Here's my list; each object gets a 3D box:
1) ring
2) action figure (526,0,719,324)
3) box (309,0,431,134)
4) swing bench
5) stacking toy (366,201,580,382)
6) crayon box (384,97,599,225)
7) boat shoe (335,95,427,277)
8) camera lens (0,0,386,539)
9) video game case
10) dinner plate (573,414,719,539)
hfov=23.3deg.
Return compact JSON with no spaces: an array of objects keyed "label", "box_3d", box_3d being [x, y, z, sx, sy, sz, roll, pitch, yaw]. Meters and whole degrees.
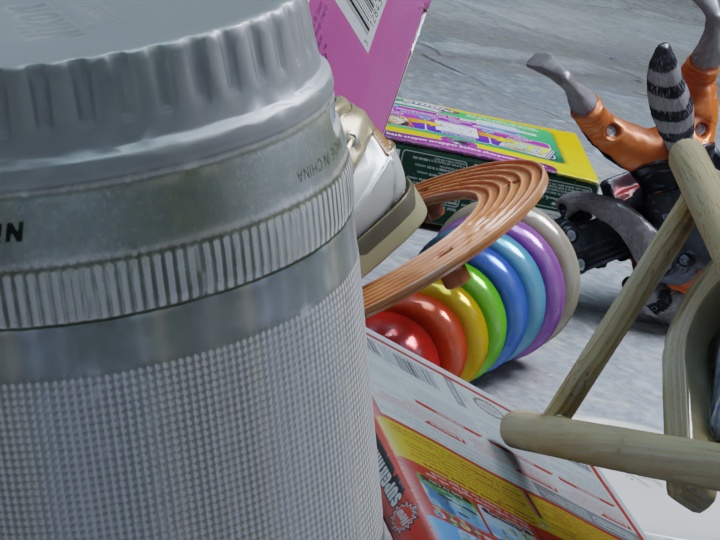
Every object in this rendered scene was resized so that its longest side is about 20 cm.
[{"label":"ring","box_3d":[0.000,0.000,0.830,0.200,0.019,0.201,-26,14,7]},{"label":"action figure","box_3d":[0.163,-0.045,1.035,0.199,0.194,0.105,-28,23,-16]},{"label":"box","box_3d":[-0.088,-0.102,0.895,0.199,0.177,0.097,-2,-37,31]},{"label":"swing bench","box_3d":[0.184,0.077,0.577,0.198,0.130,0.200,29,8,-21]},{"label":"stacking toy","box_3d":[0.042,0.026,0.858,0.085,0.086,0.200,17,21,18]},{"label":"crayon box","box_3d":[0.062,-0.077,1.259,0.199,0.059,0.173,12,14,-2]},{"label":"boat shoe","box_3d":[-0.056,0.000,0.742,0.075,0.069,0.200,-7,30,48]},{"label":"camera lens","box_3d":[-0.077,0.023,0.507,0.159,0.201,0.160,-4,19,2]},{"label":"video game case","box_3d":[0.059,0.092,0.599,0.143,0.017,0.200,30,15,-27]},{"label":"dinner plate","box_3d":[0.119,0.098,0.754,0.199,0.024,0.200,12,15,-3]}]
